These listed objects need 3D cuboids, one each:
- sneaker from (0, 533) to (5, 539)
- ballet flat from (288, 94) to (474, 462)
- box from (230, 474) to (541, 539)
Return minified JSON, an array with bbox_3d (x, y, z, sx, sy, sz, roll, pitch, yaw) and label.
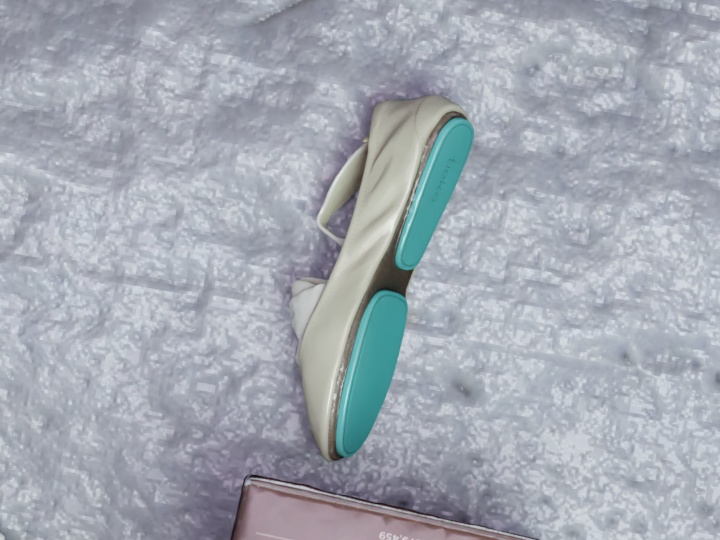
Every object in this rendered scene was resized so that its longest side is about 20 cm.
[{"bbox_3d":[-0.194,0.173,1.568,0.080,0.076,0.200,-27,90,-13],"label":"sneaker"},{"bbox_3d":[0.000,0.000,1.583,0.069,0.069,0.201,21,84,2],"label":"ballet flat"},{"bbox_3d":[0.001,0.216,1.507,0.164,0.166,0.201,13,85,1],"label":"box"}]
